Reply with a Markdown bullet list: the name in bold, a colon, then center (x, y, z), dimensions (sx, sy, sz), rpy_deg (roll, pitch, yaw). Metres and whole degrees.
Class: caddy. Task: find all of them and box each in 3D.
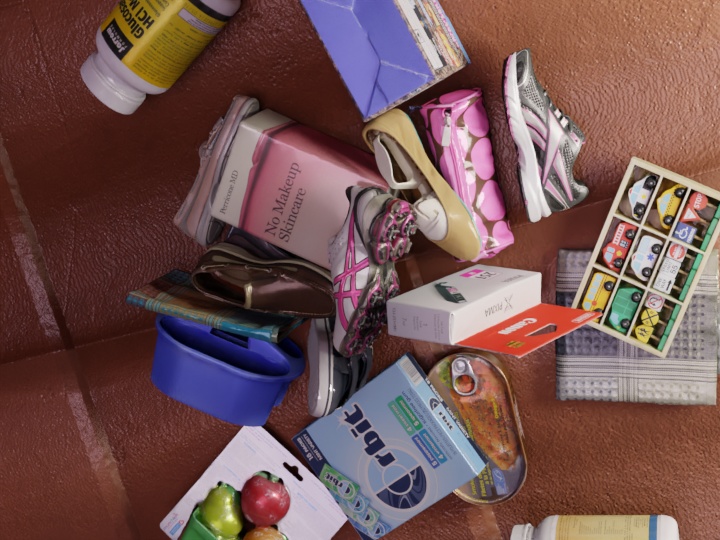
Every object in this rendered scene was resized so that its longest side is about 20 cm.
- **caddy**: center (-0.168, 0.107, 1.654), dimensions (0.198, 0.141, 0.106), rpy_deg (22, 111, 8)

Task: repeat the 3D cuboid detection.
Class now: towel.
- **towel**: center (0.332, 0.067, 1.576), dimensions (0.197, 0.035, 0.195), rpy_deg (2, 101, 17)
- **towel**: center (-0.173, 0.042, 1.636), dimensions (0.198, 0.147, 0.022), rpy_deg (15, 105, 12)

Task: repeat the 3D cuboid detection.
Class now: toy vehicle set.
- **toy vehicle set**: center (0.335, -0.015, 1.527), dimensions (0.123, 0.026, 0.202), rpy_deg (23, 106, 11)

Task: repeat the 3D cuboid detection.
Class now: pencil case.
- **pencil case**: center (0.124, -0.109, 1.550), dimensions (0.090, 0.094, 0.202), rpy_deg (-15, 101, 6)

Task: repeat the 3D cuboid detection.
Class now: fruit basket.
- **fruit basket**: center (-0.139, 0.327, 1.741), dimensions (0.185, 0.094, 0.200), rpy_deg (41, 94, 2)

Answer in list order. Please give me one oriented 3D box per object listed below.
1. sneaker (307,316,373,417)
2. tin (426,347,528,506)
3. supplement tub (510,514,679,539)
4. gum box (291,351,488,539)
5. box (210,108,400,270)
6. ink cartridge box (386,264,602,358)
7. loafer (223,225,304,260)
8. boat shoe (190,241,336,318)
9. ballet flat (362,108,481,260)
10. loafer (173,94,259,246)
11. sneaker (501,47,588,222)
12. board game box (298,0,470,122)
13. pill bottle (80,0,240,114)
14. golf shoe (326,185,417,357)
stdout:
- **sneaker**: center (-0.023, 0.112, 1.589), dimensions (0.078, 0.201, 0.079), rpy_deg (11, 115, -7)
- **tin**: center (0.145, 0.195, 1.648), dimensions (0.111, 0.042, 0.203), rpy_deg (-11, 101, 13)
- **supplement tub**: center (0.286, 0.371, 1.596), dimensions (0.197, 0.145, 0.147), rpy_deg (-3, 102, 15)
- **gum box**: center (0.034, 0.226, 1.656), dimensions (0.199, 0.044, 0.171), rpy_deg (-37, 88, 31)
- **box**: center (-0.062, -0.094, 1.594), dimensions (0.198, 0.109, 0.129), rpy_deg (23, 109, 8)
- **ink cartridge box**: center (0.154, 0.042, 1.496), dimensions (0.172, 0.199, 0.044), rpy_deg (7, 107, 37)
- **loafer**: center (-0.080, -0.015, 1.641), dimensions (0.198, 0.072, 0.064), rpy_deg (21, 104, 12)
- **boat shoe**: center (-0.115, 0.026, 1.584), dimensions (0.200, 0.075, 0.076), rpy_deg (12, 122, 27)
- **ballet flat**: center (0.064, -0.091, 1.512), dimensions (0.201, 0.063, 0.069), rpy_deg (58, 141, 9)
- **loafer**: center (-0.185, -0.130, 1.642), dimensions (0.062, 0.072, 0.202), rpy_deg (26, 111, 15)
- **sneaker**: center (0.216, -0.163, 1.533), dimensions (0.085, 0.080, 0.202), rpy_deg (-12, 108, 5)
- **board game box**: center (0.030, -0.271, 1.479), dimensions (0.096, 0.200, 0.161), rpy_deg (-27, 95, 20)
- **pill bottle**: center (-0.247, -0.289, 1.593), dimensions (0.112, 0.112, 0.200), rpy_deg (45, 109, 0)
- **golf shoe**: center (0.000, 0.000, 1.516), dimensions (0.092, 0.072, 0.202), rpy_deg (27, 111, 32)
